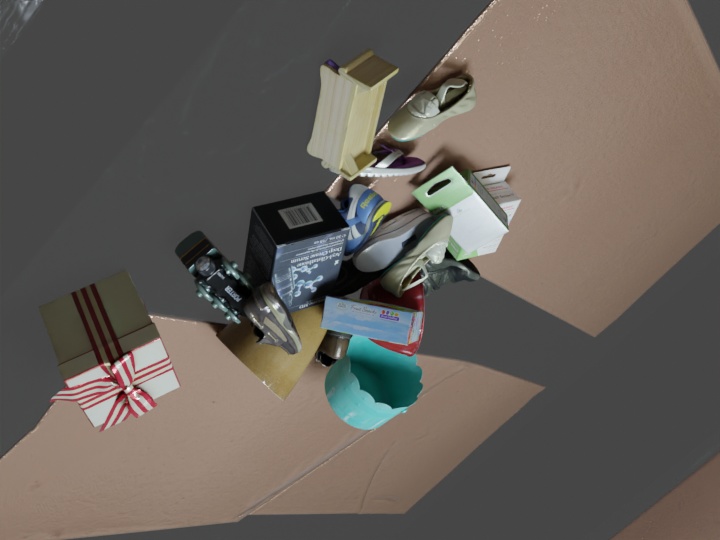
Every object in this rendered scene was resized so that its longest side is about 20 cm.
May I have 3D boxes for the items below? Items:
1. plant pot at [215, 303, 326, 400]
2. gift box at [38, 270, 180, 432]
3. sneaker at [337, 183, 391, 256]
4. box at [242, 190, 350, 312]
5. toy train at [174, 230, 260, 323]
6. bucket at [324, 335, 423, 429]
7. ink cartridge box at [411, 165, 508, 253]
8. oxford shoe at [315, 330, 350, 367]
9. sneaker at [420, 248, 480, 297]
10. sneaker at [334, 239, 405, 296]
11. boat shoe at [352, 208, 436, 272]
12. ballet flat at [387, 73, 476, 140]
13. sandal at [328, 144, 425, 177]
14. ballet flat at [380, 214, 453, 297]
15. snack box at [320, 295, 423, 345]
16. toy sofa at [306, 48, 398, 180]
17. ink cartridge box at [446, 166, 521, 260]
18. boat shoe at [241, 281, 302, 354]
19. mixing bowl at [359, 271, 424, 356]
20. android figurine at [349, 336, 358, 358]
[{"bbox_3d":[-0.152,0.120,1.617,0.200,0.186,0.187,-47,149,-9],"label":"plant pot"},{"bbox_3d":[-0.425,0.149,1.368,0.199,0.187,0.185,-28,147,-12],"label":"gift box"},{"bbox_3d":[-0.006,-0.097,1.551,0.074,0.082,0.200,-49,176,-31],"label":"sneaker"},{"bbox_3d":[-0.122,-0.026,1.494,0.148,0.107,0.200,-17,144,-28],"label":"box"},{"bbox_3d":[-0.243,0.013,1.427,0.085,0.114,0.200,-40,149,-2],"label":"toy train"},{"bbox_3d":[0.027,0.247,1.833,0.206,0.208,0.135,-4,148,-39],"label":"bucket"},{"bbox_3d":[0.200,-0.134,1.638,0.104,0.059,0.200,-29,124,28],"label":"ink cartridge box"},{"bbox_3d":[-0.080,0.158,1.727,0.072,0.085,0.200,13,173,-15],"label":"oxford shoe"},{"bbox_3d":[0.181,0.007,1.846,0.199,0.076,0.114,11,128,-45],"label":"sneaker"},{"bbox_3d":[0.000,0.000,1.686,0.199,0.076,0.091,-23,158,-13],"label":"sneaker"},{"bbox_3d":[0.062,-0.063,1.646,0.199,0.065,0.074,-26,131,-22],"label":"boat shoe"},{"bbox_3d":[0.126,-0.287,1.400,0.200,0.069,0.070,-32,151,-32],"label":"ballet flat"},{"bbox_3d":[0.038,-0.198,1.459,0.202,0.082,0.050,-10,114,-36],"label":"sandal"},{"bbox_3d":[0.125,-0.023,1.626,0.200,0.070,0.069,-45,146,16],"label":"ballet flat"},{"bbox_3d":[0.026,0.093,1.573,0.200,0.168,0.068,21,80,-81],"label":"snack box"},{"bbox_3d":[-0.015,-0.257,1.335,0.083,0.097,0.201,-42,157,-39],"label":"toy sofa"},{"bbox_3d":[0.266,-0.122,1.760,0.117,0.067,0.201,-13,141,-29],"label":"ink cartridge box"},{"bbox_3d":[-0.160,0.092,1.454,0.073,0.075,0.200,-24,142,-2],"label":"boat shoe"},{"bbox_3d":[0.058,0.084,1.749,0.108,0.201,0.201,2,137,-13],"label":"mixing bowl"},{"bbox_3d":[0.024,0.155,1.920,0.200,0.041,0.182,-33,147,1],"label":"android figurine"}]
